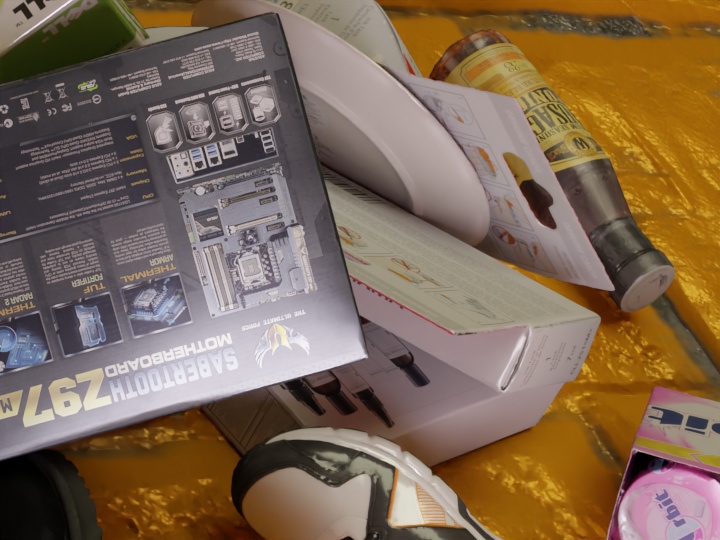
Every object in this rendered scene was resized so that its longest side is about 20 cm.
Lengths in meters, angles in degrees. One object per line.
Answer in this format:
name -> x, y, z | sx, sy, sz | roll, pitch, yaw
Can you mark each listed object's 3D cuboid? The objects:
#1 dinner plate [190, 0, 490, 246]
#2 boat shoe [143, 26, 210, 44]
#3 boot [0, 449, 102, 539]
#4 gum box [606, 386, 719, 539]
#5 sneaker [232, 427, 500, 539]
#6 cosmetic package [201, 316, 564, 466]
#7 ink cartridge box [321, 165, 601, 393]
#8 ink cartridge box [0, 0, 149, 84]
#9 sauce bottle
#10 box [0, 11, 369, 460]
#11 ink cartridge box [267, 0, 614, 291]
dinner plate -> -0.017, -0.072, 1.410 | 0.200, 0.200, 0.024 | 36, 69, 5
boat shoe -> -0.133, -0.099, 1.359 | 0.200, 0.074, 0.067 | -6, 31, 3
boot -> -0.186, 0.147, 1.074 | 0.158, 0.079, 0.211 | 13, 39, -25
gum box -> 0.236, 0.131, 1.360 | 0.200, 0.066, 0.114 | 15, 16, 8
sneaker -> 0.026, 0.147, 1.235 | 0.200, 0.074, 0.080 | 30, 37, -3
cosmetic package -> 0.018, 0.061, 1.365 | 0.200, 0.051, 0.083 | -17, 59, -48
ink cartridge box -> 0.000, 0.000, 1.309 | 0.200, 0.044, 0.174 | 29, 16, 24
ink cartridge box -> -0.163, -0.074, 1.177 | 0.200, 0.148, 0.076 | 54, 0, 28
sauce bottle -> 0.118, -0.060, 1.580 | 0.066, 0.066, 0.200 | -10, 52, -45
box -> -0.111, -0.012, 1.130 | 0.200, 0.158, 0.051 | -16, 6, -2
ink cartridge box -> 0.044, -0.075, 1.402 | 0.200, 0.160, 0.047 | 18, 62, 39
